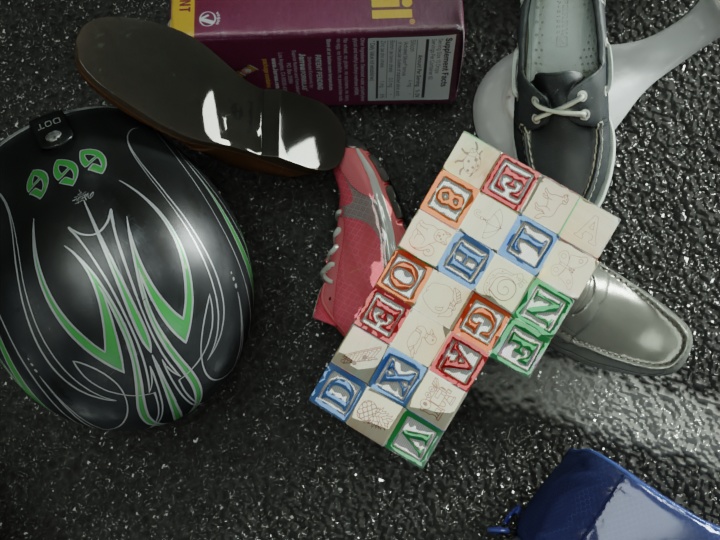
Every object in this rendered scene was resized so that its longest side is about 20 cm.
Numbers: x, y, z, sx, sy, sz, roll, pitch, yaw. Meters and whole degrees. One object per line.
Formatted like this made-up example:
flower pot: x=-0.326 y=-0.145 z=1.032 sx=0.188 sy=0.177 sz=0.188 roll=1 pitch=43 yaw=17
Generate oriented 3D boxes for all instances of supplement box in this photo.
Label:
supplement box: x=-0.031 y=-0.196 z=0.820 sx=0.200 sy=0.103 sz=0.131 roll=-2 pitch=69 yaw=-1

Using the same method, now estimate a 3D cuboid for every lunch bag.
lunch bag: x=0.173 y=0.210 z=0.740 sx=0.200 sy=0.136 sz=0.132 roll=30 pitch=84 yaw=8

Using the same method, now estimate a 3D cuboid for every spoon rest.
spoon rest: x=0.177 y=-0.141 z=0.843 sx=0.200 sy=0.061 sz=0.099 roll=-28 pitch=79 yaw=13

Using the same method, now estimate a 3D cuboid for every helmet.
helmet: x=-0.164 y=0.009 z=0.773 sx=0.200 sy=0.200 sz=0.191 roll=-28 pitch=69 yaw=-1

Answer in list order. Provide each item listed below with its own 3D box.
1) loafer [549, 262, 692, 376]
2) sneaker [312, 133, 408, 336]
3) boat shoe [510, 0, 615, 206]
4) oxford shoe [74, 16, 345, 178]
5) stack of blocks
loafer: x=0.139 y=0.017 z=0.806 sx=0.200 sy=0.070 sz=0.070 roll=24 pitch=83 yaw=7
sneaker: x=0.000 y=0.000 z=0.818 sx=0.087 sy=0.074 sz=0.200 roll=-19 pitch=80 yaw=2
boat shoe: x=0.136 y=-0.130 z=0.791 sx=0.076 sy=0.060 sz=0.200 roll=-5 pitch=84 yaw=16
oxford shoe: x=-0.109 y=-0.104 z=0.775 sx=0.200 sy=0.071 sz=0.071 roll=24 pitch=65 yaw=-34
stack of blocks: x=0.068 y=0.026 z=0.750 sx=0.115 sy=0.059 sz=0.200 roll=31 pitch=93 yaw=6
